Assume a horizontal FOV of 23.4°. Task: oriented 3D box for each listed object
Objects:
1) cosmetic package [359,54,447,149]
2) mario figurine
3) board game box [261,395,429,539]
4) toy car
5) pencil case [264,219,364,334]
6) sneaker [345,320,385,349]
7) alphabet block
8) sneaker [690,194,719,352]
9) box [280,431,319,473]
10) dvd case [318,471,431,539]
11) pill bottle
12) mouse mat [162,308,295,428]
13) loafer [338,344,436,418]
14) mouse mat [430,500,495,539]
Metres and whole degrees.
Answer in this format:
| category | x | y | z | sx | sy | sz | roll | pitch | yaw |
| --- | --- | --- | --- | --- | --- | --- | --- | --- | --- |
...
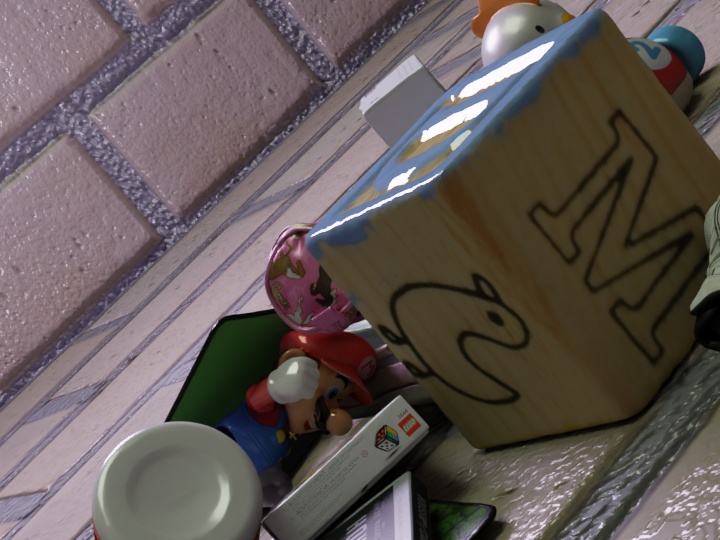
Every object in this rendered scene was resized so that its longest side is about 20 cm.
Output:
| category | x | y | z | sx | sy | sz | roll | pitch | yaw |
| --- | --- | --- | --- | --- | --- | --- | --- | --- | --- |
| cosmetic package | 0.090 | -0.091 | 1.533 | 0.074 | 0.200 | 0.102 | -39 | 12 | 7 |
| mario figurine | -0.062 | 0.127 | 1.319 | 0.200 | 0.106 | 0.123 | -41 | 12 | -8 |
| board game box | -0.015 | 0.151 | 1.252 | 0.126 | 0.035 | 0.200 | -42 | -3 | -9 |
| toy car | 0.188 | -0.194 | 1.605 | 0.177 | 0.200 | 0.184 | -30 | 16 | 43 |
| pencil case | 0.000 | 0.000 | 1.358 | 0.200 | 0.086 | 0.083 | -9 | -59 | -64 |
| sneaker | 0.010 | 0.067 | 1.510 | 0.200 | 0.073 | 0.071 | -16 | 6 | 19 |
| alphabet block | 0.120 | -0.023 | 1.175 | 0.196 | 0.200 | 0.195 | -46 | 12 | -28 |
| sneaker | 0.226 | 0.005 | 1.030 | 0.088 | 0.076 | 0.200 | -39 | 11 | 4 |
| box | -0.105 | 0.165 | 1.577 | 0.161 | 0.049 | 0.200 | -32 | 13 | 43 |
| dvd case | -0.037 | 0.219 | 1.094 | 0.200 | 0.025 | 0.150 | -40 | 11 | 10 |
| pill bottle | -0.127 | 0.197 | 1.203 | 0.113 | 0.113 | 0.200 | -46 | -19 | -29 |
| mouse mat | -0.088 | 0.093 | 1.370 | 0.200 | 0.008 | 0.161 | -10 | -48 | -59 |
| loafer | 0.017 | 0.084 | 1.396 | 0.072 | 0.063 | 0.200 | -4 | -7 | -31 |
| mouse mat | -0.003 | 0.208 | 1.145 | 0.161 | 0.008 | 0.200 | -45 | 11 | -19 |
